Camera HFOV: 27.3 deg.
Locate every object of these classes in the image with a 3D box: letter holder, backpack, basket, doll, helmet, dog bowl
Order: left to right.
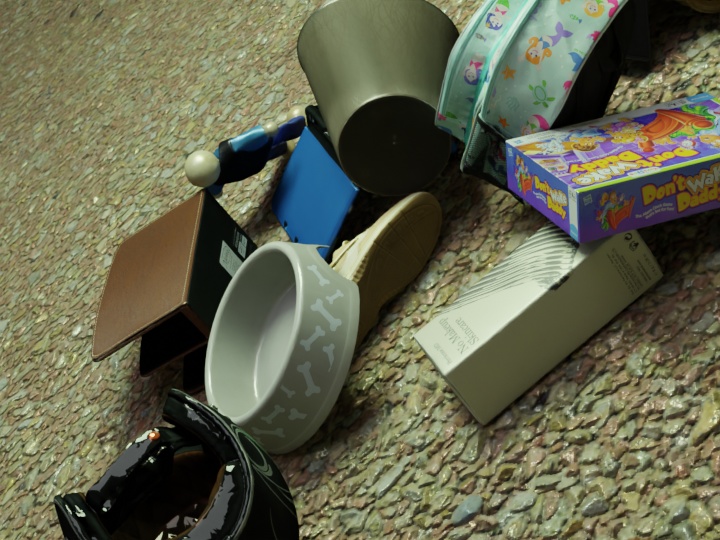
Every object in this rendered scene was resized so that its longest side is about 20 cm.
[{"bbox_3d":[-0.199,0.035,1.583,0.141,0.101,0.201,-29,32,21],"label":"letter holder"},{"bbox_3d":[-0.144,0.211,1.210,0.197,0.191,0.202,-3,60,5],"label":"helmet"},{"bbox_3d":[-0.131,-0.129,1.679,0.136,0.049,0.200,-42,-6,34],"label":"doll"},{"bbox_3d":[-0.079,0.065,1.376,0.200,0.058,0.202,-37,43,44],"label":"dog bowl"},{"bbox_3d":[0.028,-0.176,1.494,0.178,0.137,0.201,4,35,-8],"label":"basket"},{"bbox_3d":[0.163,-0.183,1.340,0.178,0.150,0.201,-53,-8,-26],"label":"backpack"}]

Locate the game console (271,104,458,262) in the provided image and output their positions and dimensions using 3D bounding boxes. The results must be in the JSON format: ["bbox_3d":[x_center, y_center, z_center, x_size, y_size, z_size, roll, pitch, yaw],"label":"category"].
[{"bbox_3d":[0.000,-0.101,1.622,0.168,0.120,0.200,-11,28,-14],"label":"game console"}]

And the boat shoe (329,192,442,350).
[{"bbox_3d":[0.000,0.000,1.436,0.069,0.074,0.201,20,65,49],"label":"boat shoe"}]

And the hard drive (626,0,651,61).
[{"bbox_3d":[0.223,-0.287,1.505,0.042,0.137,0.200,-17,26,-18],"label":"hard drive"}]

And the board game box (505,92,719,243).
[{"bbox_3d":[0.238,-0.088,1.233,0.197,0.045,0.135,-14,27,-16],"label":"board game box"}]

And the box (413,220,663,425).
[{"bbox_3d":[0.148,0.029,1.243,0.199,0.069,0.082,-40,31,-1],"label":"box"}]

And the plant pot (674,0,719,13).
[{"bbox_3d":[0.320,-0.349,1.468,0.185,0.186,0.201,-33,47,10],"label":"plant pot"}]
